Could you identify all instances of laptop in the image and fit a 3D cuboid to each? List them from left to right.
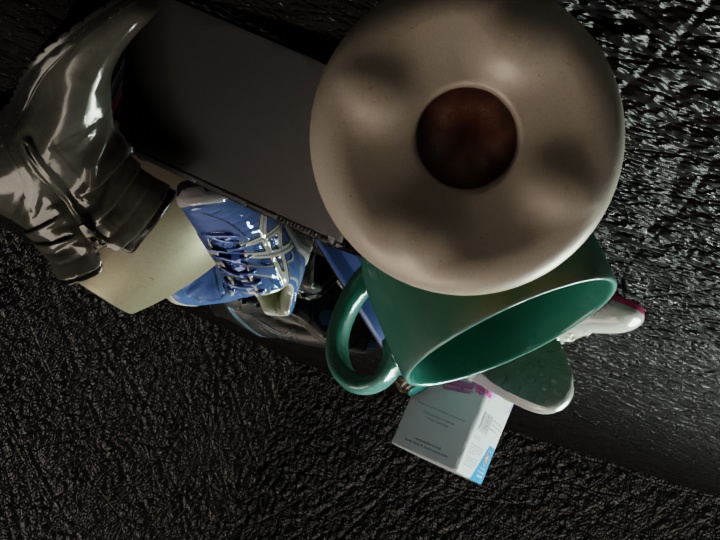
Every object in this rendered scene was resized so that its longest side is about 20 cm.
[{"bbox_3d":[-0.062,-0.092,0.830,0.177,0.104,0.200,25,-178,14],"label":"laptop"}]

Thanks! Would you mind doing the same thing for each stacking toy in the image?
[{"bbox_3d":[0.053,-0.070,0.641,0.146,0.147,0.200,21,-173,0],"label":"stacking toy"}]

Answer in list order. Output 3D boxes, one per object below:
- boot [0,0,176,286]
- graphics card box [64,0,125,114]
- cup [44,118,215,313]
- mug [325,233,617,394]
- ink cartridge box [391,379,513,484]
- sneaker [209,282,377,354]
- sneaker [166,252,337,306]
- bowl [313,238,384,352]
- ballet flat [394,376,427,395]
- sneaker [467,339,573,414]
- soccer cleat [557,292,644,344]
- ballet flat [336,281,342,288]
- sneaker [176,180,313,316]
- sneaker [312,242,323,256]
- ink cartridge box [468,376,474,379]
[{"bbox_3d":[-0.164,-0.086,0.777,0.131,0.200,0.068,42,-154,-20],"label":"boot"},{"bbox_3d":[-0.219,-0.116,0.918,0.051,0.126,0.200,25,171,-9],"label":"graphics card box"},{"bbox_3d":[-0.220,-0.044,1.168,0.200,0.144,0.200,33,177,2],"label":"cup"},{"bbox_3d":[0.063,-0.002,0.806,0.184,0.115,0.152,-18,161,-16],"label":"mug"},{"bbox_3d":[0.126,0.126,1.369,0.084,0.201,0.145,22,172,21],"label":"ink cartridge box"},{"bbox_3d":[-0.075,0.046,1.371,0.199,0.073,0.082,23,148,-12],"label":"sneaker"},{"bbox_3d":[-0.100,-0.005,1.261,0.199,0.077,0.111,-14,-163,-33],"label":"sneaker"},{"bbox_3d":[0.000,0.000,1.020,0.201,0.039,0.201,58,180,0],"label":"bowl"},{"bbox_3d":[0.109,0.056,1.267,0.200,0.076,0.068,-32,162,20],"label":"ballet flat"},{"bbox_3d":[0.116,0.074,1.109,0.200,0.076,0.081,36,155,37],"label":"sneaker"},{"bbox_3d":[0.174,0.048,1.136,0.070,0.087,0.200,28,169,-40],"label":"soccer cleat"},{"bbox_3d":[0.008,0.002,1.328,0.069,0.063,0.200,29,169,-41],"label":"ballet flat"},{"bbox_3d":[-0.092,-0.022,1.026,0.075,0.077,0.200,-3,160,23],"label":"sneaker"},{"bbox_3d":[-0.044,-0.049,1.157,0.104,0.060,0.200,22,177,5],"label":"sneaker"},{"bbox_3d":[0.047,-0.006,1.050,0.200,0.039,0.099,58,-173,26],"label":"ink cartridge box"}]
